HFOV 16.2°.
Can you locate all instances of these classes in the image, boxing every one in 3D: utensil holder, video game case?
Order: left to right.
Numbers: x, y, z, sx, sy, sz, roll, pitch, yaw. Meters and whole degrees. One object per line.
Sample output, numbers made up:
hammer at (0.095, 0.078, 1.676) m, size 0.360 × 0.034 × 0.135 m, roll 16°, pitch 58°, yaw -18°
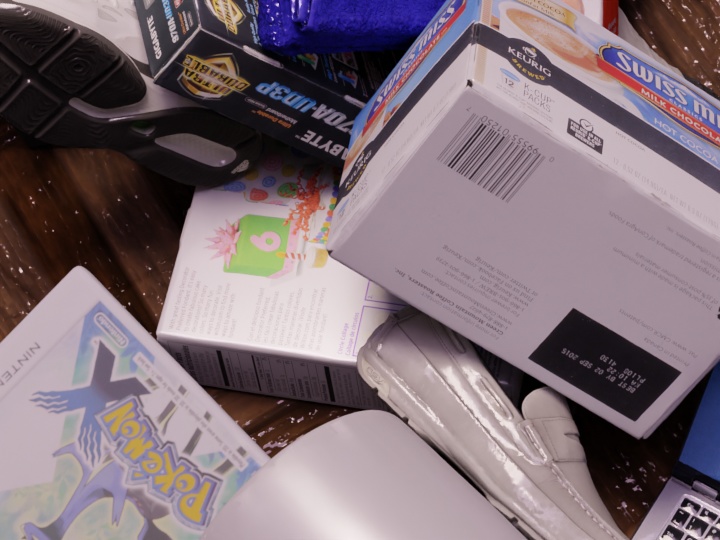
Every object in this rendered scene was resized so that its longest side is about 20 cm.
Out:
video game case at (-0.151, 0.125, 1.354) m, size 0.182 × 0.022 × 0.200 m, roll -45°, pitch 66°, yaw -2°
utensil holder at (0.029, 0.190, 1.243) m, size 0.170 × 0.170 × 0.200 m, roll -37°, pitch 63°, yaw -15°

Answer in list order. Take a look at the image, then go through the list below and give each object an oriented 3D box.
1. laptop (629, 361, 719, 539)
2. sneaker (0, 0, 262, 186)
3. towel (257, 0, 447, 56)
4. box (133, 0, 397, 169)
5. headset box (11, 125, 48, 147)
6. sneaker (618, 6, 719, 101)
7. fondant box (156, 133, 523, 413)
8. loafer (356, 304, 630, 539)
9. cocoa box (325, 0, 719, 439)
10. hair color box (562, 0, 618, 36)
laptop at (0.226, 0.146, 1.279) m, size 0.187 × 0.116 × 0.200 m, roll 28°, pitch 67°, yaw 19°
sneaker at (-0.144, -0.127, 1.378) m, size 0.076 × 0.200 × 0.116 m, roll -37°, pitch 49°, yaw 27°
towel at (0.006, -0.216, 1.330) m, size 0.147 × 0.050 × 0.201 m, roll -5°, pitch 88°, yaw -24°
box at (-0.058, -0.157, 1.407) m, size 0.046 × 0.159 × 0.201 m, roll -43°, pitch 44°, yaw 28°
headset box at (-0.187, -0.180, 1.473) m, size 0.077 × 0.149 × 0.201 m, roll -9°, pitch 60°, yaw 15°
sneaker at (0.160, -0.086, 1.451) m, size 0.200 × 0.073 × 0.072 m, roll 49°, pitch 38°, yaw 15°
fondant box at (0.000, 0.000, 1.414) m, size 0.199 × 0.058 × 0.145 m, roll 9°, pitch 62°, yaw 9°
loafer at (0.084, 0.090, 1.301) m, size 0.200 × 0.070 × 0.070 m, roll 43°, pitch 88°, yaw 15°
cocoa box at (0.104, -0.038, 1.296) m, size 0.199 × 0.133 × 0.132 m, roll 31°, pitch 34°, yaw -14°
hair color box at (0.091, -0.171, 1.400) m, size 0.101 × 0.061 × 0.201 m, roll 0°, pitch 90°, yaw 13°
